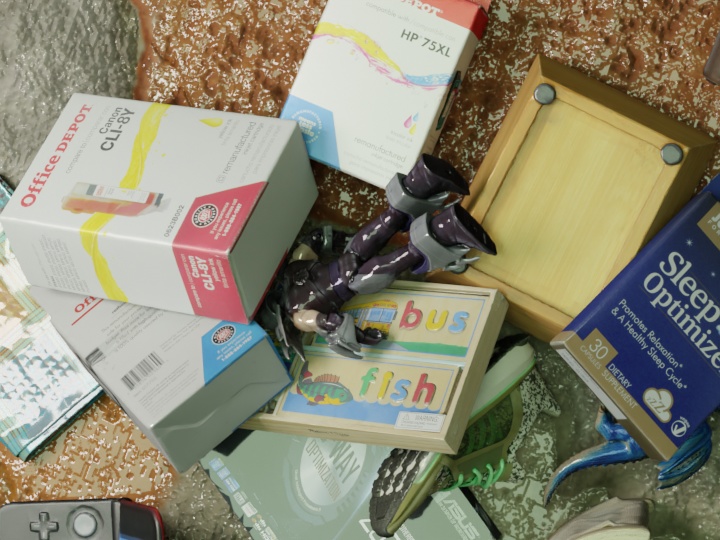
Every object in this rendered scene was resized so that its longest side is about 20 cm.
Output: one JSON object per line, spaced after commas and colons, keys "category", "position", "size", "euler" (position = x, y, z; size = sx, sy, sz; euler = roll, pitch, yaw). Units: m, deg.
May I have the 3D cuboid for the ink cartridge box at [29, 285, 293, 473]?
{"category": "ink cartridge box", "position": [-0.158, 0.051, 1.607], "size": [0.116, 0.068, 0.200], "euler": [-39, 49, -11]}

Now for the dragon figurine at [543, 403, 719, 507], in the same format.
{"category": "dragon figurine", "position": [0.234, 0.129, 1.575], "size": [0.200, 0.059, 0.099], "euler": [-43, 72, -7]}

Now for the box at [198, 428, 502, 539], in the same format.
{"category": "box", "position": [-0.010, 0.178, 1.633], "size": [0.160, 0.044, 0.200], "euler": [-36, 84, 8]}

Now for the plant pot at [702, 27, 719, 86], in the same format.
{"category": "plant pot", "position": [0.358, -0.201, 1.512], "size": [0.200, 0.200, 0.199], "euler": [26, 102, 8]}

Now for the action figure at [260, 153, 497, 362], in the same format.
{"category": "action figure", "position": [0.000, 0.000, 1.565], "size": [0.200, 0.069, 0.130], "euler": [-32, 51, 24]}

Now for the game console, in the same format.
{"category": "game console", "position": [-0.220, 0.285, 1.629], "size": [0.172, 0.119, 0.200], "euler": [-3, 89, 9]}

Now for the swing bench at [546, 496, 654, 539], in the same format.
{"category": "swing bench", "position": [0.175, 0.280, 1.524], "size": [0.129, 0.199, 0.200], "euler": [-14, 87, 9]}

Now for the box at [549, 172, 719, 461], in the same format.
{"category": "box", "position": [0.250, 0.030, 1.538], "size": [0.200, 0.032, 0.121], "euler": [-45, 98, -16]}

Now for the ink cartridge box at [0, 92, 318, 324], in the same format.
{"category": "ink cartridge box", "position": [-0.155, -0.051, 1.586], "size": [0.200, 0.083, 0.145], "euler": [9, 51, 22]}

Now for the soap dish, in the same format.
{"category": "soap dish", "position": [0.160, -0.046, 1.588], "size": [0.157, 0.081, 0.200], "euler": [27, 95, 8]}

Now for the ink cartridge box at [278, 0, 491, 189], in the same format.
{"category": "ink cartridge box", "position": [0.023, -0.170, 1.618], "size": [0.116, 0.067, 0.200], "euler": [23, 93, 9]}

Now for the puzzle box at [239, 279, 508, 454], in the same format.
{"category": "puzzle box", "position": [0.004, 0.067, 1.575], "size": [0.200, 0.025, 0.133], "euler": [4, 59, 32]}

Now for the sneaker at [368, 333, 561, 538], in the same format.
{"category": "sneaker", "position": [0.088, 0.140, 1.576], "size": [0.089, 0.077, 0.200], "euler": [47, 66, -9]}

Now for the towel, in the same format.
{"category": "towel", "position": [-0.287, 0.038, 1.690], "size": [0.147, 0.022, 0.200], "euler": [-42, 83, 6]}
